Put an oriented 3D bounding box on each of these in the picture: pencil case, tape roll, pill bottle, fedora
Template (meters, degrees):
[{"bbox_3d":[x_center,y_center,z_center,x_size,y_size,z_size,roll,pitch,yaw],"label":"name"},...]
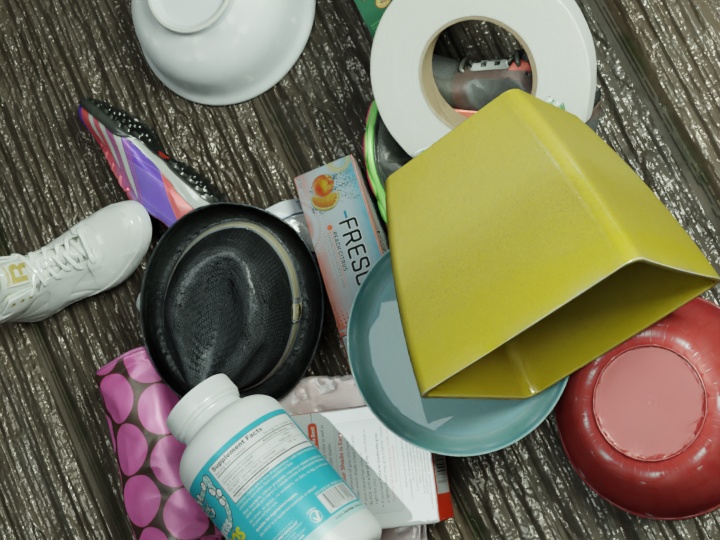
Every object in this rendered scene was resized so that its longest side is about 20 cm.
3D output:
[{"bbox_3d":[-0.201,0.179,1.383,0.093,0.090,0.203,-24,74,35],"label":"pencil case"},{"bbox_3d":[0.107,-0.173,1.244,0.200,0.037,0.206,8,115,17],"label":"tape roll"},{"bbox_3d":[-0.081,0.186,1.226,0.111,0.111,0.200,-45,73,9],"label":"pill bottle"},{"bbox_3d":[-0.128,0.041,1.308,0.198,0.092,0.204,1,98,9],"label":"fedora"}]

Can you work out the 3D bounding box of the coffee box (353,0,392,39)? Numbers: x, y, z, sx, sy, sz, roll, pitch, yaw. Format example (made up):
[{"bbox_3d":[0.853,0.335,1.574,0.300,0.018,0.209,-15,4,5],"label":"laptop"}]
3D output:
[{"bbox_3d":[0.034,-0.309,1.344,0.122,0.044,0.201,-34,56,13],"label":"coffee box"}]

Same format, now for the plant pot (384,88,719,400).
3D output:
[{"bbox_3d":[0.132,-0.024,1.124,0.199,0.199,0.178,-35,69,25],"label":"plant pot"}]

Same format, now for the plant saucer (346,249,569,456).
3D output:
[{"bbox_3d":[0.087,0.061,1.243,0.197,0.027,0.203,-1,80,3],"label":"plant saucer"}]

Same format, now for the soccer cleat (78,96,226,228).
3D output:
[{"bbox_3d":[-0.223,-0.099,1.430,0.199,0.068,0.074,40,105,17],"label":"soccer cleat"}]

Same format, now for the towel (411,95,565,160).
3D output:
[{"bbox_3d":[0.149,-0.043,1.258,0.148,0.031,0.201,-19,113,26],"label":"towel"}]

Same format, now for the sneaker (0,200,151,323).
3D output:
[{"bbox_3d":[-0.303,0.000,1.400,0.199,0.115,0.074,-34,80,24],"label":"sneaker"}]

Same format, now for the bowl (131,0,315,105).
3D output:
[{"bbox_3d":[-0.151,-0.271,1.410,0.198,0.090,0.204,-2,84,19],"label":"bowl"}]

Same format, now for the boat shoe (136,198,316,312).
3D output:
[{"bbox_3d":[-0.128,0.006,1.380,0.199,0.073,0.066,-32,71,14],"label":"boat shoe"}]

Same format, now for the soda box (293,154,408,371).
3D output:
[{"bbox_3d":[0.000,0.000,1.325,0.063,0.068,0.202,-20,71,10],"label":"soda box"}]

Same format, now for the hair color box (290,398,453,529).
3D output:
[{"bbox_3d":[-0.021,0.183,1.298,0.197,0.064,0.113,-9,82,15],"label":"hair color box"}]

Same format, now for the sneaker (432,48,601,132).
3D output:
[{"bbox_3d":[0.131,-0.174,1.296,0.198,0.077,0.083,21,125,9],"label":"sneaker"}]

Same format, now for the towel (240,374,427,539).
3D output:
[{"bbox_3d":[-0.034,0.195,1.349,0.197,0.032,0.194,-2,83,18],"label":"towel"}]

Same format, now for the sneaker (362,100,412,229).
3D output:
[{"bbox_3d":[0.057,-0.069,1.333,0.083,0.077,0.202,-20,84,2],"label":"sneaker"}]

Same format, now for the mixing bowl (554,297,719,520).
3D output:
[{"bbox_3d":[0.253,0.114,1.219,0.197,0.108,0.203,-2,83,20],"label":"mixing bowl"}]
